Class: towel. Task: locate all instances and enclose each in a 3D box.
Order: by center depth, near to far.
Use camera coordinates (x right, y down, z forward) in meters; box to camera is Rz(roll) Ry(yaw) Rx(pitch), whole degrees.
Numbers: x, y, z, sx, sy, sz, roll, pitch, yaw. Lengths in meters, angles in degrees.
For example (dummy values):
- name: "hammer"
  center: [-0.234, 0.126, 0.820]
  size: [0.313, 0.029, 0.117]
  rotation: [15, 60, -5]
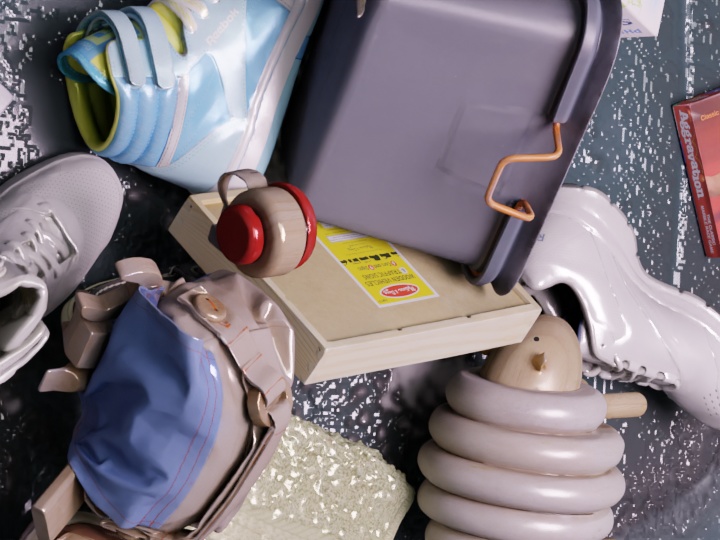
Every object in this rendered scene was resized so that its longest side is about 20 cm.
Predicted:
- name: "towel"
  center: [-0.063, 0.146, 1.666]
  size: [0.199, 0.036, 0.149]
  rotation: [28, 74, -32]

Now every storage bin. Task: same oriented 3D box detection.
- name: "storage bin"
  center: [0.043, -0.094, 1.611]
  size: [0.133, 0.146, 0.201]
  rotation: [10, 126, -17]

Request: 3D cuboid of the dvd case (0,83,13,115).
- name: "dvd case"
  center: [-0.290, -0.062, 1.511]
  size: [0.150, 0.025, 0.201]
  rotation: [44, 66, -27]

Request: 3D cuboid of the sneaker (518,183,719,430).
- name: "sneaker"
  center: [0.161, 0.038, 1.795]
  size: [0.200, 0.074, 0.087]
  rotation: [42, 55, -19]

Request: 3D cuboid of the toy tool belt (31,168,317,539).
- name: "toy tool belt"
  center: [-0.100, 0.050, 1.498]
  size: [0.122, 0.125, 0.201]
  rotation: [-9, 128, -44]

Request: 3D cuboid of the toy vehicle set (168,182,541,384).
- name: "toy vehicle set"
  center: [0.000, 0.000, 1.635]
  size: [0.199, 0.124, 0.027]
  rotation: [-8, 139, -50]

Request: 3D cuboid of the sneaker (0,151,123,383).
- name: "sneaker"
  center: [-0.178, 0.007, 1.536]
  size: [0.200, 0.115, 0.074]
  rotation: [-44, 112, -28]

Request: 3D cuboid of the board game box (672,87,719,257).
- name: "board game box"
  center: [0.294, -0.087, 1.925]
  size: [0.199, 0.019, 0.104]
  rotation: [-21, 101, -33]

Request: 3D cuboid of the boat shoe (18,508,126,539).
- name: "boat shoe"
  center: [-0.094, 0.184, 1.578]
  size: [0.199, 0.072, 0.076]
  rotation: [15, 93, -34]

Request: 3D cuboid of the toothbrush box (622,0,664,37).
- name: "toothbrush box"
  center: [0.109, -0.243, 1.708]
  size: [0.200, 0.086, 0.147]
  rotation: [38, 60, -51]

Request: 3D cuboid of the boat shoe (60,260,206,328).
- name: "boat shoe"
  center: [-0.073, 0.020, 1.627]
  size: [0.200, 0.066, 0.072]
  rotation: [1, 57, -39]

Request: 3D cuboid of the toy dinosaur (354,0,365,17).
- name: "toy dinosaur"
  center: [0.067, -0.204, 1.533]
  size: [0.102, 0.077, 0.201]
  rotation: [38, 59, -16]

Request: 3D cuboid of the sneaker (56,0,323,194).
- name: "sneaker"
  center: [-0.096, -0.144, 1.603]
  size: [0.130, 0.079, 0.201]
  rotation: [13, 91, -34]

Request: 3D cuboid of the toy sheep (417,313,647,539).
- name: "toy sheep"
  center: [0.097, 0.125, 1.726]
  size: [0.137, 0.138, 0.201]
  rotation: [3, 95, -35]
